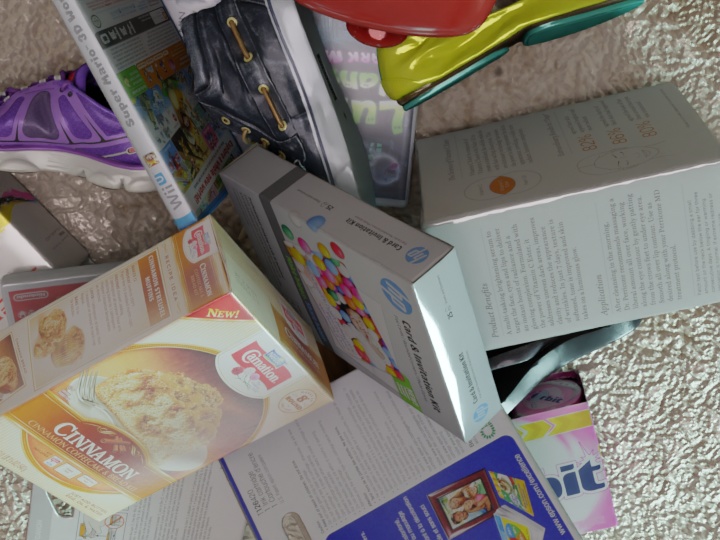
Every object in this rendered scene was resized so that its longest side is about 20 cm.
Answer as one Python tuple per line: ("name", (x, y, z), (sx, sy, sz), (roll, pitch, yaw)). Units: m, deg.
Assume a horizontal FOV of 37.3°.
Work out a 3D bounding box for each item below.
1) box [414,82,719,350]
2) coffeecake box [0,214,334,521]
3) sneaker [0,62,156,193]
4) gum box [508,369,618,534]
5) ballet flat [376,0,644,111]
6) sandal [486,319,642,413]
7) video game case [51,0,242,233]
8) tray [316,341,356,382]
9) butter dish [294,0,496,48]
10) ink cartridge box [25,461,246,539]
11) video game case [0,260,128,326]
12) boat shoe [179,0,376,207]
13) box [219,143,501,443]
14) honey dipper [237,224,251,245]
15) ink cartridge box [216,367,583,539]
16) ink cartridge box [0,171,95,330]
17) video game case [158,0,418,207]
("box", (0.146, -0.040, 0.754), (0.199, 0.152, 0.107), (-12, 118, 8))
("coffeecake box", (-0.142, 0.073, 0.725), (0.200, 0.073, 0.154), (-28, 140, 8))
("sneaker", (-0.226, -0.117, 0.788), (0.199, 0.081, 0.084), (9, 112, 0))
("gum box", (0.097, 0.167, 0.875), (0.199, 0.066, 0.114), (-15, 108, 8))
("ballet flat", (0.102, -0.181, 0.757), (0.199, 0.067, 0.067), (-24, 92, 1))
("sandal", (0.124, 0.058, 0.835), (0.200, 0.076, 0.043), (-34, 124, 2))
("video game case", (-0.144, -0.136, 0.725), (0.018, 0.143, 0.200), (-23, 105, 15))
("tray", (-0.007, 0.130, 0.826), (0.098, 0.037, 0.201), (-18, 69, 8))
("butter dish", (0.022, -0.213, 0.688), (0.199, 0.200, 0.148), (13, 133, -2))
("ink cartridge box", (-0.175, 0.171, 0.869), (0.176, 0.045, 0.201), (9, 118, -13))
("video game case", (-0.195, 0.084, 0.848), (0.142, 0.017, 0.201), (-7, 122, -10))
("boat shoe", (-0.056, -0.106, 0.774), (0.091, 0.071, 0.201), (-18, 101, 13))
("box", (-0.001, 0.013, 0.724), (0.041, 0.200, 0.156), (-41, 136, -21))
("honey dipper", (0.000, 0.000, 0.844), (0.199, 0.038, 0.038), (25, 108, -9))
("ink cartridge box", (0.026, 0.164, 0.760), (0.200, 0.047, 0.198), (-29, 68, -2))
("ink cartridge box", (-0.300, -0.009, 0.836), (0.116, 0.068, 0.200), (-41, 102, 14))
("video game case", (-0.054, -0.145, 0.804), (0.199, 0.023, 0.183), (5, 109, 1))
